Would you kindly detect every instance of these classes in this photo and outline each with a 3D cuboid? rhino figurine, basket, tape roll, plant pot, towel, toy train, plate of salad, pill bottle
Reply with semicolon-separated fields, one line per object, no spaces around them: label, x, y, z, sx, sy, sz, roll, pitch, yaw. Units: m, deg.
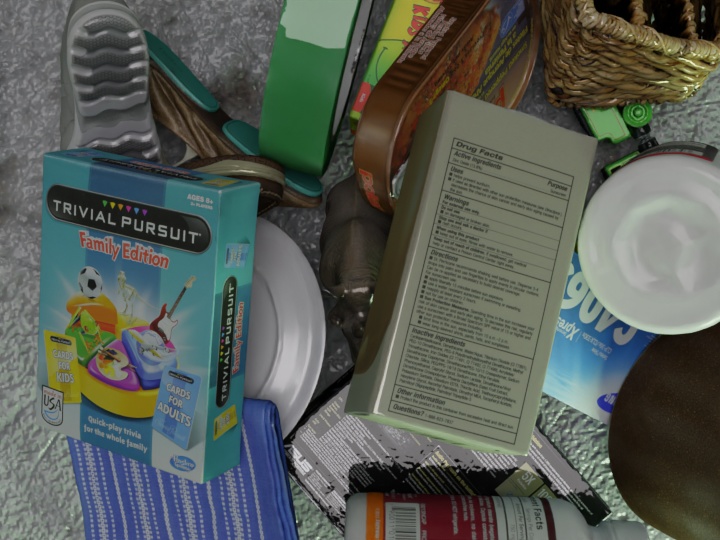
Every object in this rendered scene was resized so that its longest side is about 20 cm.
rhino figurine;0.000;0.000;0.810;0.060;0.200;0.088;-2;121;2
basket;0.202;-0.232;0.821;0.143;0.149;0.200;-2;74;0
tape roll;-0.024;-0.168;0.817;0.048;0.200;0.201;14;90;0
plant pot;0.301;0.140;0.790;0.187;0.200;0.187;-5;105;-17
towel;-0.135;0.162;0.849;0.200;0.024;0.145;-3;102;29
toy train;0.222;-0.069;0.898;0.056;0.042;0.200;-27;90;10
plate of salad;-0.109;0.054;0.876;0.200;0.048;0.200;-6;77;27
pill bottle;0.214;-0.030;0.781;0.111;0.200;0.111;3;101;19
pill bottle;0.088;0.208;0.774;0.200;0.113;0.113;2;90;0

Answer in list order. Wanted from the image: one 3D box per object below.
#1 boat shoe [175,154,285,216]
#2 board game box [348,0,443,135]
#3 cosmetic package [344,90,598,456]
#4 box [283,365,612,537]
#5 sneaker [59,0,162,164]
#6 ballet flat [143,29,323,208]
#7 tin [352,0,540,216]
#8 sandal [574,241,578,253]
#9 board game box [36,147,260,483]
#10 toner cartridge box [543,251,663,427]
boat shoe;-0.134;-0.023;0.841;0.202;0.075;0.075;-17;70;35
board game box;0.049;-0.193;0.865;0.048;0.102;0.200;22;90;1
cosmetic package;0.067;0.004;0.708;0.105;0.071;0.200;18;80;-11
box;0.058;0.151;0.873;0.164;0.086;0.200;-41;90;1
sneaker;-0.185;-0.121;0.853;0.075;0.200;0.082;-1;45;-19
ballet flat;-0.121;-0.098;0.890;0.200;0.068;0.072;40;110;0
tin;0.062;-0.121;0.807;0.042;0.112;0.200;19;60;34
sandal;0.108;-0.030;0.840;0.079;0.087;0.200;-46;135;-9
board game box;-0.150;0.027;0.793;0.151;0.047;0.200;13;106;27
toner cartridge box;0.157;0.047;0.832;0.200;0.043;0.095;28;94;-44
